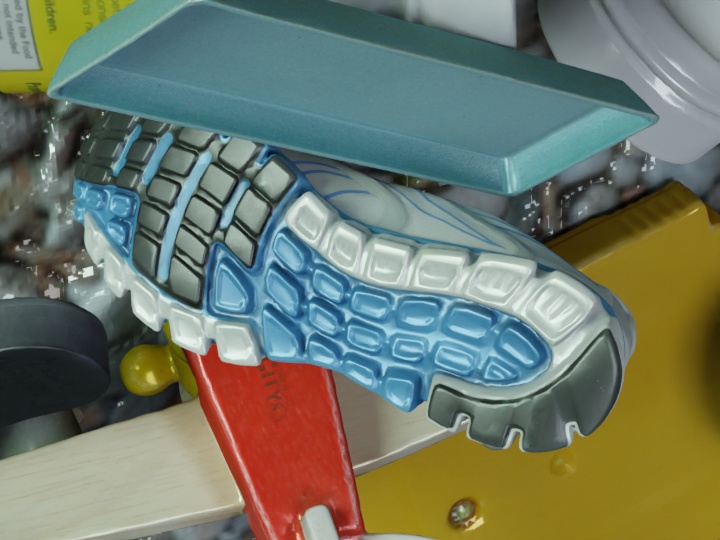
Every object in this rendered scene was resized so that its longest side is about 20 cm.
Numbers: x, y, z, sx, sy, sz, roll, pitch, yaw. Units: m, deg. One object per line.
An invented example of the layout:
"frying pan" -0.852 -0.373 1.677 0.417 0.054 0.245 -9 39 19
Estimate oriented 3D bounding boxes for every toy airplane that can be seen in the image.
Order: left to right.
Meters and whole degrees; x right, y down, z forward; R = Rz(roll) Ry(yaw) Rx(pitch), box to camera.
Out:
"toy airplane" -0.033 0.052 0.950 0.200 0.141 0.199 28 83 -7

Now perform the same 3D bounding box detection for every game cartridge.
"game cartridge" 0.078 0.073 1.090 0.200 0.032 0.176 -27 126 -14

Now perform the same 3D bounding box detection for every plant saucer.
"plant saucer" 0.002 -0.056 0.793 0.200 0.019 0.070 9 153 -44

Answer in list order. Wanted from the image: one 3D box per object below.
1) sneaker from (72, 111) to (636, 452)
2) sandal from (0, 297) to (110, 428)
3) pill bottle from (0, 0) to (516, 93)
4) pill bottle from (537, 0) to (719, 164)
"sneaker" 0.000 0.000 0.856 0.075 0.200 0.087 -69 165 16
"sandal" -0.178 0.056 0.880 0.200 0.043 0.076 -18 153 24
"pill bottle" -0.051 -0.114 0.820 0.200 0.114 0.114 -1 121 4
"pill bottle" 0.163 -0.132 0.933 0.120 0.120 0.200 26 128 -35
